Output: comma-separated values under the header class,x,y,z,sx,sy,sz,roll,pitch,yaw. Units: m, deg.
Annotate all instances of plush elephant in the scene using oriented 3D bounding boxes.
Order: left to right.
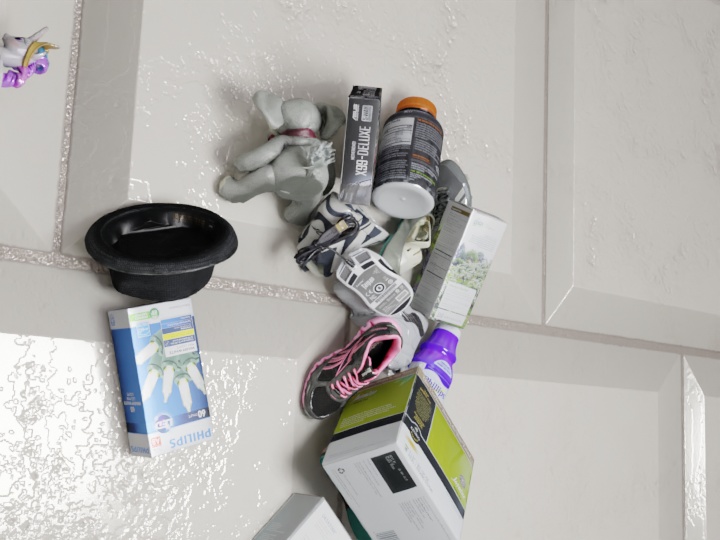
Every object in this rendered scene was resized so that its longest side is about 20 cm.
class,x,y,z,sx,sy,sz,roll,pitch,yaw
plush elephant,-0.104,-0.187,1.440,0.165,0.200,0.155,15,57,-31

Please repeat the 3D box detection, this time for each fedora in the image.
class,x,y,z,sx,sy,sz,roll,pitch,yaw
fedora,-0.266,-0.015,1.296,0.201,0.201,0.092,-24,133,-40

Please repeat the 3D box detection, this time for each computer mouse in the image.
class,x,y,z,sx,sy,sz,roll,pitch,yaw
computer mouse,0.000,0.000,1.475,0.110,0.044,0.200,-42,122,10

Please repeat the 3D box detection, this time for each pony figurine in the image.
class,x,y,z,sx,sy,sz,roll,pitch,yaw
pony figurine,-0.474,-0.236,1.143,0.200,0.167,0.193,16,66,-22

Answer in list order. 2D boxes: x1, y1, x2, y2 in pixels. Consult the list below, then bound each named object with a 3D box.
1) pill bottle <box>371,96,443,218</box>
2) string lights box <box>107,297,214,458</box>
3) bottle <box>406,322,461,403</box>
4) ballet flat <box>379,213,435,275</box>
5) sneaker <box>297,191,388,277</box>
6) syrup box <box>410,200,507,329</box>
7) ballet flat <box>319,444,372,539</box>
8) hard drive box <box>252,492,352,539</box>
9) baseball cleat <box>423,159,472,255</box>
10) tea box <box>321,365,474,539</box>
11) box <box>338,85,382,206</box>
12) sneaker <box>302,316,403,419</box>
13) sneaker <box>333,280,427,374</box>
class,x,y,z,sx,sy,sz,roll,pitch,yaw
pill bottle,0.083,-0.195,1.616,0.106,0.106,0.200,33,53,-33
string lights box,-0.271,0.144,1.313,0.103,0.059,0.200,-11,92,-42
bottle,0.114,0.182,1.634,0.084,0.065,0.200,44,59,-29
ballet flat,0.079,-0.041,1.593,0.200,0.064,0.067,-60,156,-51
sneaker,-0.038,-0.045,1.533,0.079,0.130,0.199,46,9,14
syrup box,0.164,-0.011,1.638,0.079,0.081,0.200,18,97,-31
ballet flat,0.005,0.353,1.523,0.067,0.068,0.200,-38,111,-45
hard drive box,-0.098,0.455,1.412,0.200,0.077,0.156,-43,112,-35
baseball cleat,0.152,-0.094,1.698,0.106,0.070,0.200,-15,94,-41
tea box,0.065,0.293,1.475,0.200,0.134,0.197,60,26,-18
box,0.002,-0.197,1.484,0.050,0.200,0.158,6,107,0
sneaker,-0.009,0.155,1.478,0.200,0.095,0.079,-46,107,-2
sneaker,0.026,0.096,1.563,0.200,0.075,0.115,32,63,-36
